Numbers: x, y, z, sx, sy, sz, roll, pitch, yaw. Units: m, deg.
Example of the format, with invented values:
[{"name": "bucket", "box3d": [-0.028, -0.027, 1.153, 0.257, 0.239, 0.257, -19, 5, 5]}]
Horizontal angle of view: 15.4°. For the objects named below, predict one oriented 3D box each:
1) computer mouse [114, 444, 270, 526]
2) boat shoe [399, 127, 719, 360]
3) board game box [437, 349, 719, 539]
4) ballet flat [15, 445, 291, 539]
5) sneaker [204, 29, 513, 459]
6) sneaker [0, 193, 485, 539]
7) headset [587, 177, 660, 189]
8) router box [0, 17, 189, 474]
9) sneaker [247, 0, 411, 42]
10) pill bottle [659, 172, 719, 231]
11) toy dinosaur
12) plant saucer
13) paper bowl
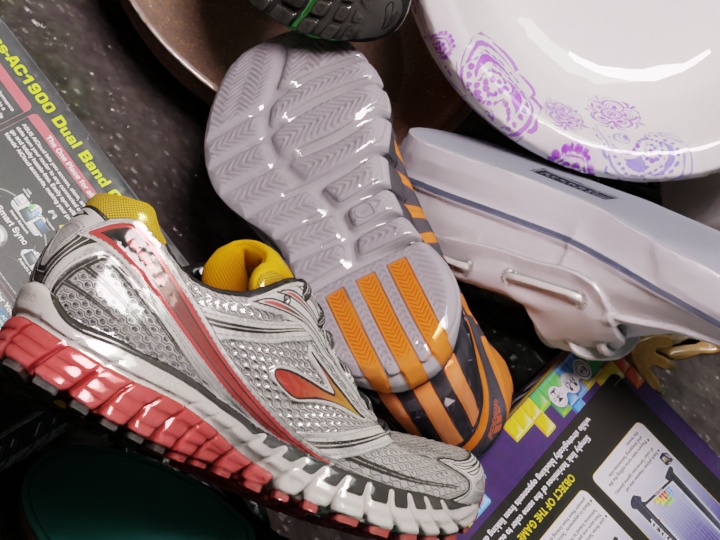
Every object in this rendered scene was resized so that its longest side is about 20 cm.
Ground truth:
[{"name": "computer mouse", "box3d": [-0.095, 0.029, 1.010, 0.059, 0.034, 0.200, -22, 77, -31]}, {"name": "boat shoe", "box3d": [0.095, 0.003, 1.074, 0.200, 0.066, 0.073, 26, 16, 35]}, {"name": "board game box", "box3d": [0.091, 0.138, 1.045, 0.165, 0.057, 0.200, 47, 41, 1]}, {"name": "ballet flat", "box3d": [-0.036, 0.127, 0.933, 0.200, 0.068, 0.068, 22, 55, 27]}, {"name": "sneaker", "box3d": [0.000, 0.000, 1.055, 0.112, 0.077, 0.200, 62, 7, -49]}, {"name": "sneaker", "box3d": [-0.028, 0.037, 0.907, 0.200, 0.078, 0.082, 29, 79, -37]}, {"name": "headset", "box3d": [0.105, -0.139, 1.246, 0.094, 0.123, 0.201, 18, 60, -52]}, {"name": "router box", "box3d": [-0.170, -0.019, 0.940, 0.150, 0.062, 0.200, -32, 79, -32]}, {"name": "sneaker", "box3d": [-0.012, -0.160, 1.112, 0.085, 0.078, 0.200, 19, 30, -31]}, {"name": "pill bottle", "box3d": [0.243, -0.020, 1.235, 0.200, 0.120, 0.120, 25, 45, -25]}, {"name": "toy dinosaur", "box3d": [0.096, 0.016, 1.153, 0.200, 0.106, 0.061, 16, 86, -31]}, {"name": "plant saucer", "box3d": [-0.036, -0.125, 1.173, 0.200, 0.037, 0.201, 21, 46, -23]}, {"name": "paper bowl", "box3d": [0.117, -0.140, 1.132, 0.201, 0.201, 0.104, 39, 1, -6]}]
